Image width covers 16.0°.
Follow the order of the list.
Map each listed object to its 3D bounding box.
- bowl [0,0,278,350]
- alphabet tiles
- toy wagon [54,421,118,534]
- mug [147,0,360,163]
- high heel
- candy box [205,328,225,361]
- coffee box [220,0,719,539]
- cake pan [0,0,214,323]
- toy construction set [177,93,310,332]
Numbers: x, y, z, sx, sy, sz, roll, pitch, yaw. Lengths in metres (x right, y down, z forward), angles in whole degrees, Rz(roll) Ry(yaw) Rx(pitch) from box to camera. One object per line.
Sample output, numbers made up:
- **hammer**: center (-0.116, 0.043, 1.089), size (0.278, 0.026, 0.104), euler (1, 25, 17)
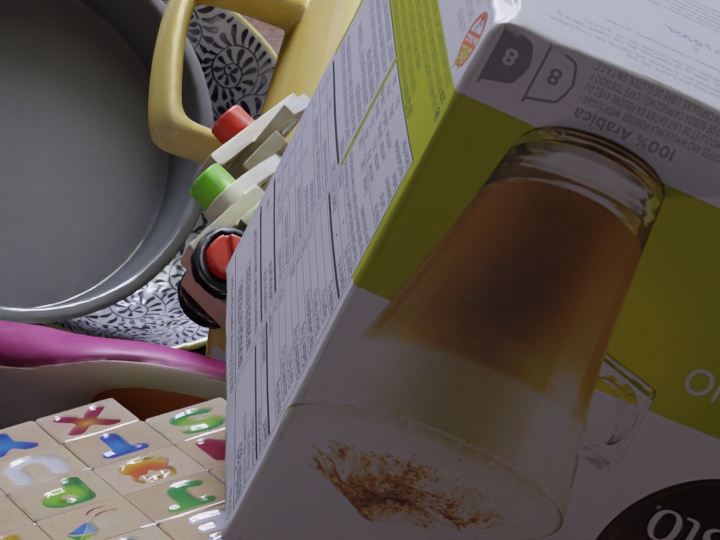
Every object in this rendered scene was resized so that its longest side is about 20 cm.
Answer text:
- **bowl**: center (-0.130, -0.045, 1.291), size (0.199, 0.202, 0.094), euler (0, -16, -24)
- **alphabet tiles**: center (-0.099, 0.086, 0.900), size (0.165, 0.006, 0.200), euler (-15, 19, -22)
- **toy wagon**: center (-0.014, 0.096, 0.955), size (0.199, 0.040, 0.155), euler (1, 14, -22)
- **mug**: center (0.008, -0.078, 1.219), size (0.149, 0.154, 0.187), euler (-9, -30, 28)
- **high heel**: center (-0.127, 0.036, 1.064), size (0.198, 0.068, 0.096), euler (3, 34, 3)
- **candy box**: center (0.031, 0.045, 1.165), size (0.198, 0.057, 0.117), euler (4, 12, 1)
- **coffee box**: center (0.080, 0.003, 0.864), size (0.199, 0.199, 0.200), euler (23, 22, -13)
- **cake pan**: center (-0.168, -0.067, 1.207), size (0.199, 0.202, 0.037), euler (0, -17, -23)
- **toy construction set**: center (0.000, 0.000, 1.068), size (0.200, 0.092, 0.131), euler (38, 64, 18)
